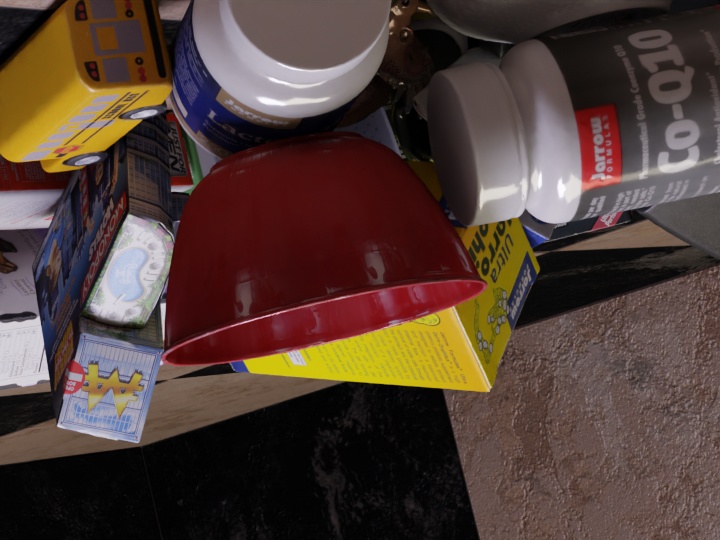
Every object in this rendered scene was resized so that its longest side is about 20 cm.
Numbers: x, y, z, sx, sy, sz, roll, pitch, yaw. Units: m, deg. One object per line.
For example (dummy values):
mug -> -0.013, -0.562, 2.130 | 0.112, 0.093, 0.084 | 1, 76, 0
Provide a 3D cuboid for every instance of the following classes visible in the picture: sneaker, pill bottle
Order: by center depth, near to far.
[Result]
pill bottle -> -0.047, -0.136, 1.465 | 0.116, 0.116, 0.200 | -12, 171, -13
pill bottle -> 0.150, -0.091, 1.516 | 0.200, 0.114, 0.114 | -12, 172, -13
sneaker -> 0.052, -0.097, 1.765 | 0.074, 0.085, 0.200 | -7, 143, 13

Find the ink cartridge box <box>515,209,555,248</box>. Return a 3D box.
ink cartridge box -> 0.131, -0.106, 1.738 | 0.044, 0.200, 0.094 | 27, 161, -12

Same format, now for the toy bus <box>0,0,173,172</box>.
toy bus -> -0.178, -0.114, 1.569 | 0.078, 0.065, 0.200 | -9, 171, -28

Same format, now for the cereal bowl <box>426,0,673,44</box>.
cereal bowl -> 0.134, -0.186, 1.540 | 0.200, 0.083, 0.200 | -13, 172, -2

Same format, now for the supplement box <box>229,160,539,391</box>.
supplement box -> 0.000, 0.000, 1.669 | 0.200, 0.109, 0.110 | 3, 141, 28

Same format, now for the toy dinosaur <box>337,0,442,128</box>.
toy dinosaur -> -0.007, -0.130, 1.659 | 0.135, 0.086, 0.200 | -15, -179, 2

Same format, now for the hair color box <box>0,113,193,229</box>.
hair color box -> -0.229, -0.071, 1.808 | 0.101, 0.061, 0.200 | -21, 169, 39

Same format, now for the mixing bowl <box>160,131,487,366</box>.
mixing bowl -> -0.032, -0.019, 1.496 | 0.200, 0.109, 0.200 | -12, 172, -2

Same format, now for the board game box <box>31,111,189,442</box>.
board game box -> -0.162, 0.004, 1.676 | 0.062, 0.200, 0.200 | 12, 132, -20

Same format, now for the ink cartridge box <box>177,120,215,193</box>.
ink cartridge box -> -0.124, -0.032, 1.954 | 0.084, 0.145, 0.200 | -9, 171, -28

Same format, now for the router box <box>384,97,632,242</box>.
router box -> 0.093, -0.089, 1.883 | 0.200, 0.150, 0.062 | -14, -173, 2

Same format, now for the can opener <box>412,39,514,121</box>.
can opener -> 0.101, -0.136, 1.640 | 0.200, 0.053, 0.067 | -46, 154, -37

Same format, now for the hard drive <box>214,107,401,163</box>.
hard drive -> -0.026, -0.049, 1.826 | 0.135, 0.200, 0.042 | -17, -176, 11

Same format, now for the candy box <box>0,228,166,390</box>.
candy box -> -0.269, 0.011, 1.924 | 0.200, 0.168, 0.072 | -8, 129, -32

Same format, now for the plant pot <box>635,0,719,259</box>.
plant pot -> 0.282, -0.122, 1.792 | 0.177, 0.200, 0.200 | 3, 152, -36
